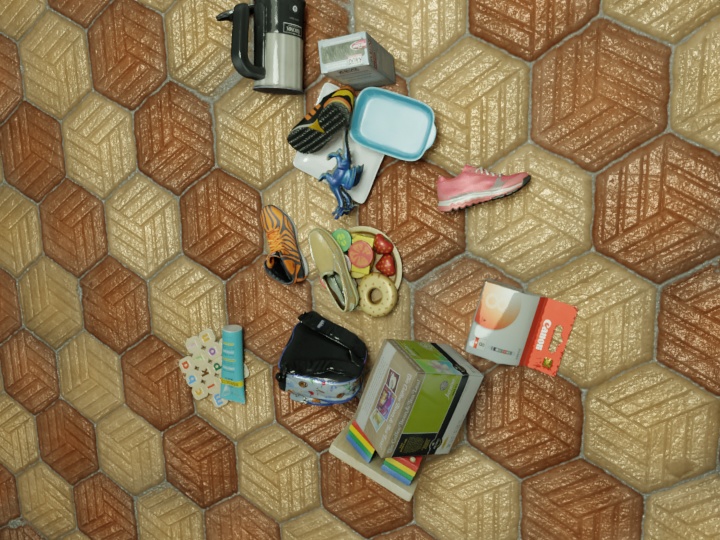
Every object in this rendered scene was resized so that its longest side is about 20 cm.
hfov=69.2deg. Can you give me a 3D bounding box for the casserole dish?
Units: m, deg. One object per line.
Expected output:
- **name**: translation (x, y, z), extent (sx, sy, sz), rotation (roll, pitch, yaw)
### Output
- **casserole dish**: translation (0.068, -0.307, 1.099), extent (0.196, 0.039, 0.124), rotation (21, 104, 13)

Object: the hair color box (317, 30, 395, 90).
- **hair color box**: translation (-0.001, -0.416, 1.050), extent (0.097, 0.200, 0.062), rotation (-4, 98, 19)

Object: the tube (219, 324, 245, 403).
- **tube**: translation (-0.332, 0.244, 1.352), extent (0.076, 0.050, 0.205), rotation (9, 106, 23)

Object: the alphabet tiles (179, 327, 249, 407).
- **alphabet tiles**: translation (-0.392, 0.261, 1.400), extent (0.193, 0.015, 0.203), rotation (-27, 90, 19)

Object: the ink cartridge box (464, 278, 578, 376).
- **ink cartridge box**: translation (0.336, 0.126, 1.103), extent (0.196, 0.050, 0.166), rotation (19, 105, 19)

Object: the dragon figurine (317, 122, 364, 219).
- **dragon figurine**: translation (-0.029, -0.212, 1.132), extent (0.098, 0.059, 0.203), rotation (31, 115, 9)

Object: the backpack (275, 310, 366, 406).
- **backpack**: translation (-0.081, 0.220, 1.197), extent (0.186, 0.202, 0.156), rotation (8, 133, 10)

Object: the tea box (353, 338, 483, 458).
- **tea box**: translation (0.120, 0.270, 1.107), extent (0.133, 0.194, 0.204), rotation (40, 114, 51)

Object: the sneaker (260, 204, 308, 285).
- **sneaker**: translation (-0.192, -0.060, 1.224), extent (0.077, 0.112, 0.203), rotation (-28, 89, 21)

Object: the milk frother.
- **milk frother**: translation (-0.224, -0.499, 1.167), extent (0.199, 0.177, 0.193), rotation (22, 111, 60)

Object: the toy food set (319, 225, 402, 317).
- **toy food set**: translation (0.000, 0.000, 1.201), extent (0.194, 0.049, 0.205), rotation (12, 103, 17)

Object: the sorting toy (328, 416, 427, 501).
- **sorting toy**: translation (0.056, 0.385, 1.165), extent (0.196, 0.200, 0.071), rotation (27, 103, 13)

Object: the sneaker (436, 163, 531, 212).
- **sneaker**: translation (0.246, -0.182, 1.071), extent (0.196, 0.074, 0.089), rotation (-14, 93, 21)

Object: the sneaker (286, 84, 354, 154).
- **sneaker**: translation (-0.081, -0.327, 1.132), extent (0.070, 0.091, 0.198), rotation (39, 143, -25)

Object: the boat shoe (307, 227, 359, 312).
- **boat shoe**: translation (-0.066, -0.002, 1.157), extent (0.071, 0.076, 0.203), rotation (-30, 88, 21)

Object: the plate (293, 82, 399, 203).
- **plate**: translation (-0.032, -0.285, 1.173), extent (0.197, 0.032, 0.203), rotation (30, 107, 13)
